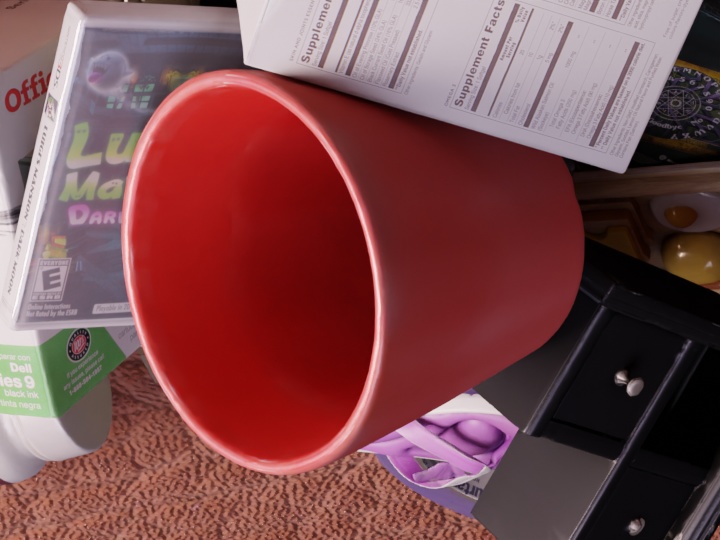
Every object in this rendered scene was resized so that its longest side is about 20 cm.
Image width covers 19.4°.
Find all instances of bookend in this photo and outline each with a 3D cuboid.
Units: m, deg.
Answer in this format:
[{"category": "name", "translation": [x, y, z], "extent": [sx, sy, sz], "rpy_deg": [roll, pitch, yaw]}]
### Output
[{"category": "bookend", "translation": [0.127, 0.093, 1.197], "extent": [0.199, 0.092, 0.199], "rpy_deg": [21, 103, -43]}]

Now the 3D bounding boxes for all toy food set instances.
[{"category": "toy food set", "translation": [0.188, -0.001, 1.305], "extent": [0.199, 0.061, 0.144], "rpy_deg": [-4, 148, 21]}]

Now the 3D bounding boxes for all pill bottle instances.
[{"category": "pill bottle", "translation": [-0.278, 0.096, 1.433], "extent": [0.199, 0.115, 0.114], "rpy_deg": [-13, 138, 19]}]

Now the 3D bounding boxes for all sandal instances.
[{"category": "sandal", "translation": [0.039, 0.112, 1.318], "extent": [0.201, 0.050, 0.083], "rpy_deg": [3, 152, 23]}]

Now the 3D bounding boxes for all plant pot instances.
[{"category": "plant pot", "translation": [0.006, -0.009, 1.073], "extent": [0.177, 0.201, 0.200], "rpy_deg": [-10, 155, -42]}]

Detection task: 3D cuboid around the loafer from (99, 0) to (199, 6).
[{"category": "loafer", "translation": [-0.119, -0.153, 1.118], "extent": [0.075, 0.068, 0.201], "rpy_deg": [0, 109, -9]}]

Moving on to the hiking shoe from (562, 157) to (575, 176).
[{"category": "hiking shoe", "translation": [0.058, -0.060, 1.221], "extent": [0.074, 0.087, 0.200], "rpy_deg": [-19, 171, -28]}]

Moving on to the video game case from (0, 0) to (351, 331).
[{"category": "video game case", "translation": [-0.082, -0.053, 1.117], "extent": [0.199, 0.023, 0.183], "rpy_deg": [-2, 121, -34]}]

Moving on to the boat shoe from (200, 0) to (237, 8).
[{"category": "boat shoe", "translation": [-0.030, -0.158, 1.161], "extent": [0.199, 0.057, 0.069], "rpy_deg": [2, 140, 0]}]

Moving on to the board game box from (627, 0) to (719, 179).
[{"category": "board game box", "translation": [0.160, -0.119, 1.218], "extent": [0.199, 0.028, 0.135], "rpy_deg": [22, 138, -22]}]

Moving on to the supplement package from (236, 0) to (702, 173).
[{"category": "supplement package", "translation": [0.054, -0.168, 1.038], "extent": [0.199, 0.152, 0.151], "rpy_deg": [15, 116, -14]}]

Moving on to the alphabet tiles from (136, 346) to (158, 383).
[{"category": "alphabet tiles", "translation": [-0.093, 0.003, 1.396], "extent": [0.166, 0.008, 0.200], "rpy_deg": [-9, 139, 14]}]

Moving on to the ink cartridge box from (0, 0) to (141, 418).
[{"category": "ink cartridge box", "translation": [-0.183, -0.040, 1.177], "extent": [0.084, 0.146, 0.201], "rpy_deg": [5, 118, 27]}]

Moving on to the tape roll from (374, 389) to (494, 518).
[{"category": "tape roll", "translation": [0.111, 0.098, 1.396], "extent": [0.199, 0.085, 0.200], "rpy_deg": [15, 153, 7]}]
